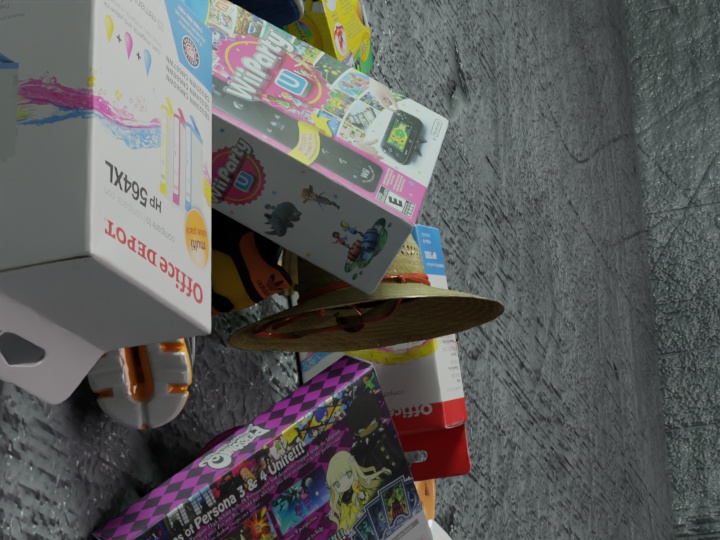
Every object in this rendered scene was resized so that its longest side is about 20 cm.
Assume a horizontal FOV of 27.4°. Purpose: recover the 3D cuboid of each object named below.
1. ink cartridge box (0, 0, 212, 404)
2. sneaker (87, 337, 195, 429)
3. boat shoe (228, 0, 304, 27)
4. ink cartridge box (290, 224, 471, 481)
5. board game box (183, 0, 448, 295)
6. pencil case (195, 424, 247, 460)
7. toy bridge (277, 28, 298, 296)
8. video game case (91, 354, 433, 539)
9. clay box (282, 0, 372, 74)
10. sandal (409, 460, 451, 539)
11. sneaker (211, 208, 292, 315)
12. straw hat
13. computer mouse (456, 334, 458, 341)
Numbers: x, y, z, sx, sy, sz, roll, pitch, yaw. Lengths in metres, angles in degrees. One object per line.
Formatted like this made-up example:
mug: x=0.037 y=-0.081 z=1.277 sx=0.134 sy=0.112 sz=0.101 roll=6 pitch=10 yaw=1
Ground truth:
ink cartridge box: x=-0.153 y=-0.045 z=0.733 sx=0.129 sy=0.124 sz=0.202 roll=41 pitch=42 yaw=-62
sneaker: x=-0.138 y=-0.011 z=0.860 sx=0.077 sy=0.078 sz=0.202 roll=-39 pitch=122 yaw=-84
boat shoe: x=-0.097 y=-0.240 z=1.078 sx=0.200 sy=0.072 sz=0.073 roll=37 pitch=45 yaw=-64
ink cartridge box: x=0.015 y=0.072 z=1.182 sx=0.067 sy=0.115 sz=0.202 roll=5 pitch=75 yaw=-71
board game box: x=-0.052 y=-0.090 z=0.965 sx=0.064 sy=0.199 sz=0.148 roll=-60 pitch=-175 yaw=33
pencil case: x=-0.043 y=0.152 z=1.027 sx=0.200 sy=0.088 sz=0.089 roll=18 pitch=64 yaw=-68
toy bridge: x=-0.054 y=-0.076 z=1.080 sx=0.067 sy=0.027 sz=0.202 roll=-138 pitch=-138 yaw=-61
video game case: x=-0.046 y=0.180 z=0.907 sx=0.200 sy=0.036 sz=0.182 roll=-34 pitch=120 yaw=-28
clay box: x=-0.042 y=-0.258 z=1.285 sx=0.115 sy=0.047 sz=0.201 roll=-53 pitch=132 yaw=-65
sandal: x=0.061 y=0.244 z=1.321 sx=0.207 sy=0.059 sz=0.080 roll=-75 pitch=149 yaw=-50
sneaker: x=-0.074 y=-0.057 z=1.023 sx=0.070 sy=0.089 sz=0.201 roll=58 pitch=29 yaw=-49
straw hat: x=0.000 y=0.000 z=1.056 sx=0.201 sy=0.200 sz=0.086 roll=25 pitch=55 yaw=-68
computer mouse: x=0.060 y=0.071 z=1.432 sx=0.140 sy=0.046 sz=0.201 roll=45 pitch=28 yaw=-53
